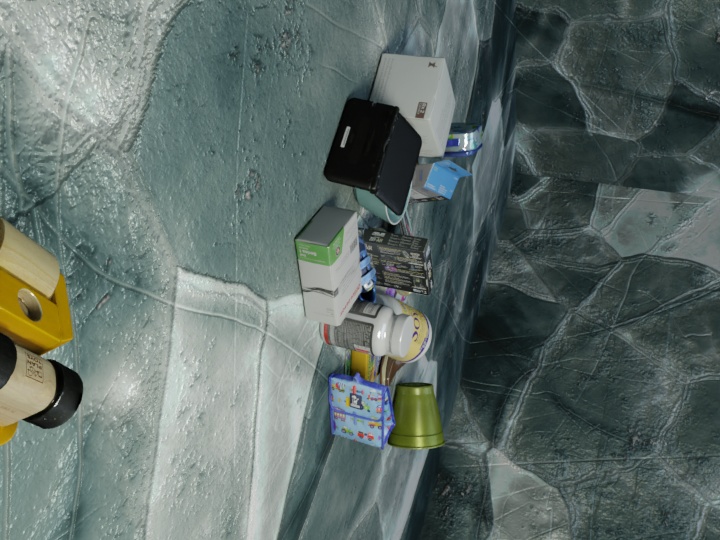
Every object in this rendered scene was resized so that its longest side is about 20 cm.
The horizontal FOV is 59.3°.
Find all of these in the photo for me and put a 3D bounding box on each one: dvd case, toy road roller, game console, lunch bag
[{"bbox_3d":[0.128,-0.112,1.778,0.146,0.022,0.205,49,28,-65],"label":"dvd case"},{"bbox_3d":[-0.353,0.064,0.569,0.123,0.143,0.203,61,6,-60],"label":"toy road roller"},{"bbox_3d":[0.032,-0.247,1.381,0.117,0.172,0.204,77,28,-70],"label":"game console"},{"bbox_3d":[0.002,0.331,1.583,0.095,0.147,0.204,-56,150,-46],"label":"lunch bag"},{"bbox_3d":[0.253,-0.383,1.859,0.161,0.195,0.084,-44,133,-60],"label":"lunch bag"}]

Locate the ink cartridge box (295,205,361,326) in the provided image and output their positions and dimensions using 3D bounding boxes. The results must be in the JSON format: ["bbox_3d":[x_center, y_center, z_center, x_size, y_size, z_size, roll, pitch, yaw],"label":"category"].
[{"bbox_3d":[-0.062,-0.009,1.338,0.147,0.082,0.204,-54,149,-49],"label":"ink cartridge box"}]

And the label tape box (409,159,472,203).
[{"bbox_3d":[0.176,-0.230,1.667,0.143,0.196,0.065,13,78,-52],"label":"label tape box"}]

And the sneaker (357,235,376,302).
[{"bbox_3d":[0.000,0.000,1.493,0.073,0.082,0.203,-31,137,-17],"label":"sneaker"}]

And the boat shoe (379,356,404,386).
[{"bbox_3d":[0.107,0.243,1.799,0.076,0.073,0.205,83,20,-47],"label":"boat shoe"}]

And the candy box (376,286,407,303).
[{"bbox_3d":[0.085,0.021,1.777,0.200,0.070,0.171,51,52,-63],"label":"candy box"}]

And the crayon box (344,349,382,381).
[{"bbox_3d":[0.017,0.241,1.729,0.200,0.050,0.129,-37,134,-61],"label":"crayon box"}]

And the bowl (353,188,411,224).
[{"bbox_3d":[0.049,-0.219,1.513,0.200,0.103,0.206,10,90,-71],"label":"bowl"}]

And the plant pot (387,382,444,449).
[{"bbox_3d":[0.186,0.485,2.150,0.200,0.195,0.198,9,80,-70],"label":"plant pot"}]

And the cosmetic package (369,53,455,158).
[{"bbox_3d":[0.130,-0.402,1.560,0.200,0.161,0.169,48,54,-66],"label":"cosmetic package"}]

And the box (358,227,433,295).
[{"bbox_3d":[0.076,-0.021,1.548,0.162,0.195,0.044,76,32,-47],"label":"box"}]

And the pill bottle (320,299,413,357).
[{"bbox_3d":[0.015,0.131,1.452,0.115,0.196,0.119,11,90,-69],"label":"pill bottle"}]

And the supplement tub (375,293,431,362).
[{"bbox_3d":[0.078,0.147,1.644,0.198,0.143,0.149,28,72,-44],"label":"supplement tub"}]

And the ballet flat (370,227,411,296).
[{"bbox_3d":[0.088,-0.027,1.641,0.067,0.062,0.203,-33,99,-17],"label":"ballet flat"}]
